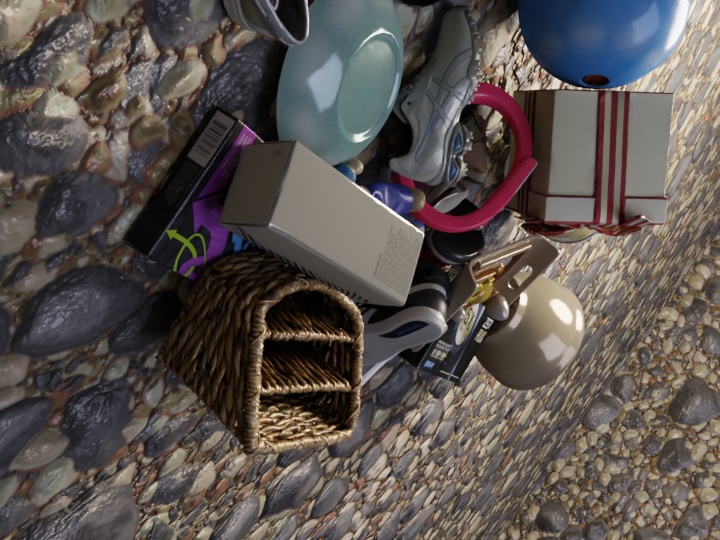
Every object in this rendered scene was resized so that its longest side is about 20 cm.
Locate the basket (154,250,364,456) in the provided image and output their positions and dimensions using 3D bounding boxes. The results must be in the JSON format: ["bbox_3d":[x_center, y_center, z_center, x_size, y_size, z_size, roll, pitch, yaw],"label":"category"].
[{"bbox_3d":[-0.067,0.076,0.822,0.143,0.149,0.200,-57,152,10],"label":"basket"}]

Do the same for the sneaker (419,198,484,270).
[{"bbox_3d":[0.106,-0.021,1.094,0.108,0.067,0.202,-55,-177,24],"label":"sneaker"}]

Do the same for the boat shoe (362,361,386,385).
[{"bbox_3d":[0.021,0.081,1.136,0.200,0.072,0.068,-42,152,-13],"label":"boat shoe"}]

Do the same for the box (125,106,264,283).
[{"bbox_3d":[-0.117,-0.049,0.801,0.144,0.036,0.200,-57,155,-1],"label":"box"}]

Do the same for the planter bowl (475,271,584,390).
[{"bbox_3d":[0.255,0.084,1.416,0.134,0.200,0.201,33,90,-35],"label":"planter bowl"}]

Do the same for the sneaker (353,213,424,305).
[{"bbox_3d":[0.000,0.000,1.000,0.201,0.077,0.076,-58,154,5],"label":"sneaker"}]

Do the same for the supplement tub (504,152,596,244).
[{"bbox_3d":[0.307,-0.129,1.296,0.145,0.144,0.200,-59,153,5],"label":"supplement tub"}]

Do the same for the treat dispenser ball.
[{"bbox_3d":[0.289,-0.319,1.003,0.201,0.200,0.202,-39,148,-31],"label":"treat dispenser ball"}]

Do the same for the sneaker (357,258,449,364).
[{"bbox_3d":[0.035,0.047,1.052,0.073,0.199,0.112,42,49,-30],"label":"sneaker"}]

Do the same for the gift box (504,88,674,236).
[{"bbox_3d":[0.285,-0.136,1.076,0.200,0.183,0.189,-105,-164,-77],"label":"gift box"}]

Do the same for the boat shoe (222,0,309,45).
[{"bbox_3d":[-0.074,-0.261,0.615,0.074,0.065,0.203,-41,148,-29],"label":"boat shoe"}]

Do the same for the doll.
[{"bbox_3d":[-0.007,-0.047,0.878,0.199,0.048,0.138,-6,106,-51],"label":"doll"}]

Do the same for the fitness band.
[{"bbox_3d":[0.126,-0.134,1.002,0.200,0.143,0.037,-48,-179,-18],"label":"fitness band"}]

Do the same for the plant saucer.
[{"bbox_3d":[-0.005,-0.182,0.816,0.201,0.038,0.202,-43,146,-39],"label":"plant saucer"}]

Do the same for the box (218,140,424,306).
[{"bbox_3d":[-0.029,-0.037,0.768,0.200,0.068,0.083,33,69,-45],"label":"box"}]

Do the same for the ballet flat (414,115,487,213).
[{"bbox_3d":[0.117,-0.119,1.071,0.200,0.071,0.069,-46,144,-22],"label":"ballet flat"}]

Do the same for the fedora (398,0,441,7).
[{"bbox_3d":[0.111,-0.333,0.812,0.200,0.091,0.202,-39,147,-31],"label":"fedora"}]

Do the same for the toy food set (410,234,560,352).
[{"bbox_3d":[0.163,0.035,1.094,0.199,0.061,0.144,-20,156,-46],"label":"toy food set"}]

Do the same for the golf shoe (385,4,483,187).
[{"bbox_3d":[0.078,-0.196,0.926,0.078,0.096,0.202,-161,-103,-81],"label":"golf shoe"}]

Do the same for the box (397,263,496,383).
[{"bbox_3d":[0.130,0.072,1.279,0.164,0.086,0.200,-58,153,0],"label":"box"}]
